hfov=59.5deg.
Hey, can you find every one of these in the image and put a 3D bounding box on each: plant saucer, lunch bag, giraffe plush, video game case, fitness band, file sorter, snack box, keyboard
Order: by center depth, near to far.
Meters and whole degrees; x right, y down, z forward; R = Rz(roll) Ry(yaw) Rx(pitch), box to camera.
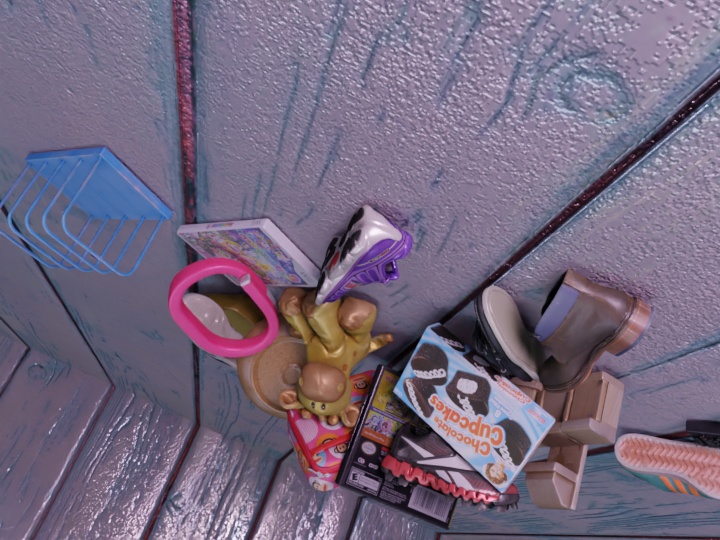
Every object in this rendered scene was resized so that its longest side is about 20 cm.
[{"bbox_3d":[0.519,0.213,0.796,0.197,0.021,0.127,-6,142,45],"label":"keyboard"},{"bbox_3d":[0.145,0.179,0.838,0.199,0.037,0.118,39,119,25],"label":"snack box"},{"bbox_3d":[-0.401,-0.077,0.895,0.196,0.125,0.139,4,149,35],"label":"file sorter"},{"bbox_3d":[-0.161,-0.022,0.921,0.197,0.018,0.143,0,145,40],"label":"video game case"},{"bbox_3d":[0.080,0.268,0.956,0.197,0.184,0.025,27,166,-17],"label":"video game case"},{"bbox_3d":[-0.052,0.141,0.958,0.169,0.165,0.200,3,152,30],"label":"giraffe plush"},{"bbox_3d":[-0.206,0.063,0.965,0.141,0.038,0.201,-23,134,7],"label":"fitness band"},{"bbox_3d":[-0.010,0.262,1.006,0.177,0.196,0.083,54,150,41],"label":"lunch bag"},{"bbox_3d":[-0.114,0.171,1.068,0.197,0.203,0.036,27,-166,-10],"label":"plant saucer"},{"bbox_3d":[-0.222,0.100,1.172,0.197,0.049,0.200,0,147,40],"label":"plant saucer"}]

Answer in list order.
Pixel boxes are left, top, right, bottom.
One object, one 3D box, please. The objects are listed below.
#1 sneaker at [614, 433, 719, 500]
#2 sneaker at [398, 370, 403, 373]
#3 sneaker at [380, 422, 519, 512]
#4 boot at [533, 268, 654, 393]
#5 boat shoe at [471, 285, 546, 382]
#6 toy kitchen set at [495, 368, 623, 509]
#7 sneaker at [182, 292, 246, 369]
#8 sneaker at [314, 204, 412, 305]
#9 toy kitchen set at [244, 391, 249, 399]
[{"bbox_3d":[0.484,0.296,0.935,0.196,0.073,0.080,10,157,36],"label":"sneaker"},{"bbox_3d":[0.118,0.205,1.072,0.103,0.061,0.200,28,151,-4],"label":"sneaker"},{"bbox_3d":[0.127,0.268,0.875,0.196,0.100,0.071,12,166,24],"label":"sneaker"},{"bbox_3d":[0.232,0.069,0.716,0.096,0.075,0.201,32,145,4],"label":"boot"},{"bbox_3d":[0.172,0.085,0.780,0.065,0.076,0.199,-11,150,31],"label":"boat shoe"},{"bbox_3d":[0.212,0.206,0.856,0.178,0.166,0.200,29,154,-13],"label":"toy kitchen set"},{"bbox_3d":[-0.258,0.106,1.077,0.083,0.076,0.201,11,149,39],"label":"sneaker"},{"bbox_3d":[0.000,0.000,0.761,0.082,0.082,0.200,23,155,-14],"label":"sneaker"},{"bbox_3d":[-0.094,0.285,1.185,0.160,0.186,0.198,2,180,38],"label":"toy kitchen set"}]
